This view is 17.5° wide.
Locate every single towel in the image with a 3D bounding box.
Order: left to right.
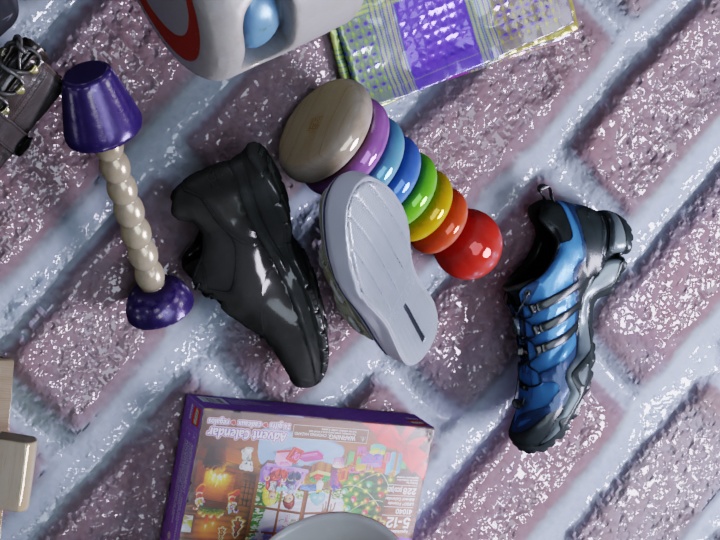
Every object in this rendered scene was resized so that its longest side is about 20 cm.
[{"bbox_3d":[0.066,-0.212,1.740,0.199,0.023,0.145,-21,112,-20],"label":"towel"}]

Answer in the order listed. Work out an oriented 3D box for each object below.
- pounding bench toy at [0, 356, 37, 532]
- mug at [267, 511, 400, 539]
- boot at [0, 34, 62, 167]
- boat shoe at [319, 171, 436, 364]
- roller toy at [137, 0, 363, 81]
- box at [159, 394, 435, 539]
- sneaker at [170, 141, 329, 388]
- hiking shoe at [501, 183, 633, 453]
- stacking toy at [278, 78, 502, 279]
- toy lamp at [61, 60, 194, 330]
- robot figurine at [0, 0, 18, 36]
[{"bbox_3d":[-0.312,0.114,1.526,0.155,0.200,0.126,5,89,-27],"label":"pounding bench toy"},{"bbox_3d":[-0.017,0.284,1.759,0.134,0.177,0.201,-53,145,-24],"label":"mug"},{"bbox_3d":[-0.268,-0.082,1.535,0.069,0.200,0.175,36,92,5],"label":"boot"},{"bbox_3d":[0.000,0.000,1.688,0.072,0.062,0.201,-57,148,-26],"label":"boat shoe"},{"bbox_3d":[-0.093,-0.230,1.565,0.139,0.182,0.201,-27,113,-17],"label":"roller toy"},{"bbox_3d":[-0.049,0.172,1.772,0.198,0.039,0.138,6,101,-27],"label":"box"},{"bbox_3d":[-0.080,0.003,1.703,0.090,0.076,0.201,-19,117,2],"label":"sneaker"},{"bbox_3d":[0.140,0.040,1.821,0.086,0.074,0.202,19,85,-21],"label":"hiking shoe"},{"bbox_3d":[0.032,-0.055,1.735,0.200,0.085,0.086,39,85,-33],"label":"stacking toy"},{"bbox_3d":[-0.163,-0.053,1.626,0.058,0.058,0.201,-29,127,-17],"label":"toy lamp"},{"bbox_3d":[-0.301,-0.172,1.510,0.200,0.125,0.151,-42,105,-11],"label":"robot figurine"}]
